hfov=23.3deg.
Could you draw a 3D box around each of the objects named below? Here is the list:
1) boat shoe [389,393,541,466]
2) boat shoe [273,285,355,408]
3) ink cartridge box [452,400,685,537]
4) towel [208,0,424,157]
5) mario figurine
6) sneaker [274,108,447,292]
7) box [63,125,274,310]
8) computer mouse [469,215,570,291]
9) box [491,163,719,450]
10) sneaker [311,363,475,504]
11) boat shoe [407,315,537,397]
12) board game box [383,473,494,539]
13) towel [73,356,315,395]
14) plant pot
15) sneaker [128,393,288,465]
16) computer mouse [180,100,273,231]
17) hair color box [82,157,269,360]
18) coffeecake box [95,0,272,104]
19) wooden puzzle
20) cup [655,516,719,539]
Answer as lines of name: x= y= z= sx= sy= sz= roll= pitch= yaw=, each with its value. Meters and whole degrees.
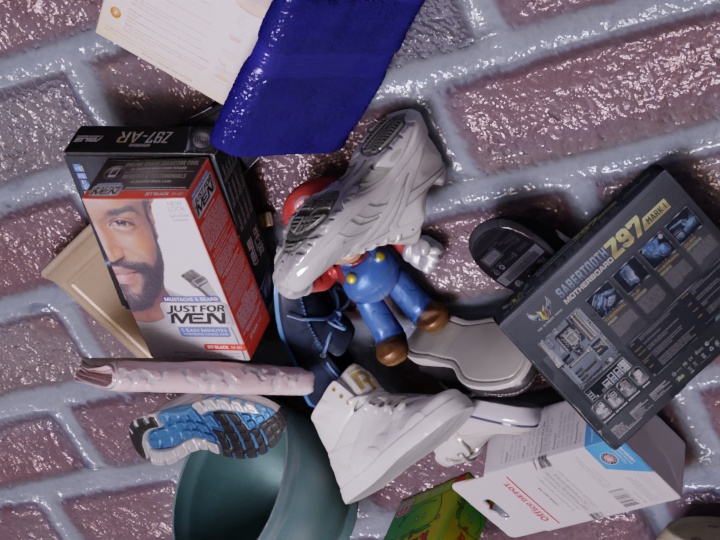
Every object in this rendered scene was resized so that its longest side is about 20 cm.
boat shoe: x=0.095 y=0.157 z=1.706 sx=0.199 sy=0.071 sz=0.070 roll=-1 pitch=85 yaw=45
boat shoe: x=-0.035 y=0.056 z=1.734 sx=0.068 sy=0.085 sz=0.201 roll=-1 pitch=141 yaw=16
ink cartridge box: x=0.201 y=0.188 z=1.703 sx=0.199 sy=0.067 sz=0.116 roll=-20 pitch=133 yaw=35
towel: x=-0.041 y=-0.184 z=1.517 sx=0.050 sy=0.147 sz=0.201 roll=61 pitch=138 yaw=31
mario figurine: x=0.000 y=0.000 z=1.638 sx=0.106 sy=0.124 sz=0.200 roll=-11 pitch=126 yaw=49
sneaker: x=0.009 y=-0.044 z=1.563 sx=0.099 sy=0.200 sz=0.078 roll=48 pitch=169 yaw=-26
box: x=-0.179 y=-0.047 z=1.676 sx=0.159 sy=0.044 sz=0.201 roll=3 pitch=132 yaw=20
computer mouse: x=0.178 y=0.023 z=1.617 sx=0.199 sy=0.046 sz=0.141 roll=31 pitch=137 yaw=-6
box: x=0.239 y=0.032 z=1.524 sx=0.200 sy=0.051 sz=0.158 roll=-44 pitch=101 yaw=4
sneaker: x=0.020 y=0.135 z=1.682 sx=0.200 sy=0.073 sz=0.116 roll=-41 pitch=70 yaw=43
boat shoe: x=0.113 y=0.089 z=1.643 sx=0.060 sy=0.074 sz=0.200 roll=43 pitch=162 yaw=-24
board game box: x=0.059 y=0.304 z=1.786 sx=0.101 sy=0.200 sz=0.048 roll=-28 pitch=111 yaw=37
towel: x=-0.168 y=0.102 z=1.721 sx=0.198 sy=0.033 sz=0.191 roll=2 pitch=179 yaw=-22
plant pot: x=-0.087 y=0.242 z=1.831 sx=0.134 sy=0.202 sz=0.200 roll=25 pitch=138 yaw=-33
sneaker: x=-0.146 y=0.144 z=1.798 sx=0.199 sy=0.087 sz=0.075 roll=-7 pitch=116 yaw=38
computer mouse: x=-0.122 y=-0.095 z=1.666 sx=0.199 sy=0.046 sz=0.141 roll=-27 pitch=110 yaw=37
hair color box: x=-0.169 y=-0.008 z=1.632 sx=0.110 sy=0.064 sz=0.201 roll=0 pitch=130 yaw=23
coffeecake box: x=-0.130 y=-0.263 z=1.519 sx=0.153 sy=0.073 sz=0.201 roll=30 pitch=132 yaw=6
wooden puzzle: x=-0.206 y=0.016 z=1.801 sx=0.200 sy=0.037 sz=0.185 roll=40 pitch=131 yaw=-15
cup: x=0.343 y=0.323 z=1.699 sx=0.199 sy=0.200 sz=0.144 roll=6 pitch=101 yaw=20
